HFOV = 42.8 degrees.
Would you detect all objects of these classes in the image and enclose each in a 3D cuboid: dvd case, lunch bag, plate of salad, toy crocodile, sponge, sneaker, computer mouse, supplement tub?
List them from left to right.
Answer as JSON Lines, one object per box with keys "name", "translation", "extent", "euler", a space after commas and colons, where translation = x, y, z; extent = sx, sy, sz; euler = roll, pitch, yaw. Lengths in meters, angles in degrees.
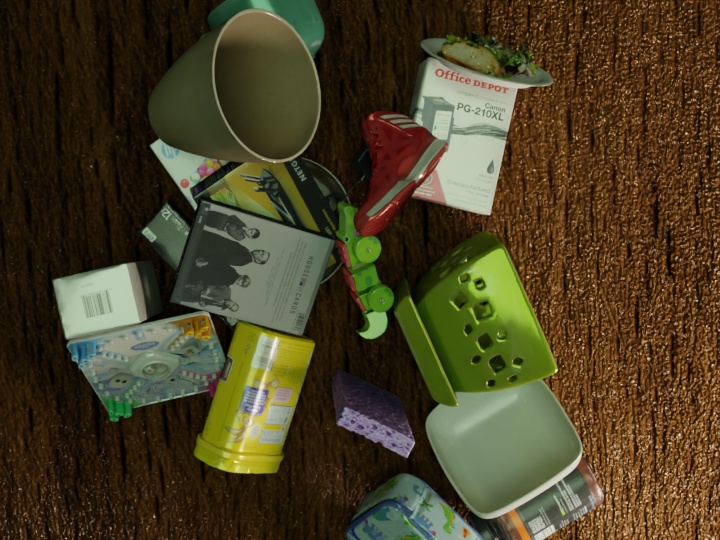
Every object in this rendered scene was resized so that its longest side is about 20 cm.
{"name": "dvd case", "translation": [-0.149, -0.002, 1.270], "extent": [0.196, 0.025, 0.153], "euler": [16, 105, -21]}
{"name": "computer mouse", "translation": [-0.005, -0.133, 1.359], "extent": [0.058, 0.034, 0.201], "euler": [38, 91, -28]}
{"name": "toy crocodile", "translation": [0.000, 0.000, 1.292], "extent": [0.061, 0.068, 0.204], "euler": [-21, 115, -13]}
{"name": "sponge", "translation": [0.015, 0.201, 1.328], "extent": [0.110, 0.200, 0.030], "euler": [26, 96, -7]}
{"name": "sneaker", "translation": [0.025, -0.140, 1.264], "extent": [0.115, 0.079, 0.200], "euler": [38, 54, 7]}
{"name": "lunch bag", "translation": [0.085, 0.411, 1.377], "extent": [0.200, 0.083, 0.161], "euler": [44, 134, -5]}
{"name": "plate of salad", "translation": [0.181, -0.306, 1.301], "extent": [0.196, 0.201, 0.049], "euler": [12, 115, -5]}
{"name": "supplement tub", "translation": [0.264, 0.355, 1.404], "extent": [0.198, 0.107, 0.108], "euler": [-30, 96, -1]}

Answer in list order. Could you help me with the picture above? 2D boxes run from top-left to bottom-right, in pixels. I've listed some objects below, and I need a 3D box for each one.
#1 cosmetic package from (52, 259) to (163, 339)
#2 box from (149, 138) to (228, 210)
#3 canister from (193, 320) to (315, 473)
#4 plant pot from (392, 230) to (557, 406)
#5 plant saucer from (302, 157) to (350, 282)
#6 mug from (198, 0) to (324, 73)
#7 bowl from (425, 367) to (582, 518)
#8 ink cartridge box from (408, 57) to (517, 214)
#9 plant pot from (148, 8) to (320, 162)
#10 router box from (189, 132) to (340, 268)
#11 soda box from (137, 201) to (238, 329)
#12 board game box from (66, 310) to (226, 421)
{"name": "cosmetic package", "translation": [-0.348, 0.038, 1.286], "extent": [0.105, 0.200, 0.087], "euler": [-13, 94, -4]}
{"name": "box", "translation": [-0.185, -0.143, 1.334], "extent": [0.155, 0.041, 0.202], "euler": [-35, 95, -1]}
{"name": "canister", "translation": [-0.151, 0.184, 1.343], "extent": [0.085, 0.148, 0.204], "euler": [18, 90, 34]}
{"name": "plant pot", "translation": [0.153, 0.075, 1.333], "extent": [0.179, 0.199, 0.203], "euler": [-24, 96, 4]}
{"name": "plant saucer", "translation": [-0.108, -0.069, 1.381], "extent": [0.195, 0.032, 0.205], "euler": [0, 94, -3]}
{"name": "mug", "translation": [-0.134, -0.333, 1.311], "extent": [0.151, 0.184, 0.116], "euler": [-31, 98, -28]}
{"name": "bowl", "translation": [0.214, 0.259, 1.375], "extent": [0.197, 0.075, 0.201], "euler": [-30, 53, -1]}
{"name": "ink cartridge box", "translation": [0.140, -0.198, 1.361], "extent": [0.142, 0.084, 0.205], "euler": [12, 94, -5]}
{"name": "plant pot", "translation": [-0.185, -0.223, 1.204], "extent": [0.197, 0.186, 0.192], "euler": [-5, 97, 41]}
{"name": "router box", "translation": [-0.122, -0.072, 1.294], "extent": [0.156, 0.052, 0.202], "euler": [-34, 115, -2]}
{"name": "soda box", "translation": [-0.234, -0.008, 1.356], "extent": [0.063, 0.071, 0.200], "euler": [-43, 96, -1]}
{"name": "board game box", "translation": [-0.293, 0.143, 1.316], "extent": [0.196, 0.202, 0.026], "euler": [-13, 54, -4]}
